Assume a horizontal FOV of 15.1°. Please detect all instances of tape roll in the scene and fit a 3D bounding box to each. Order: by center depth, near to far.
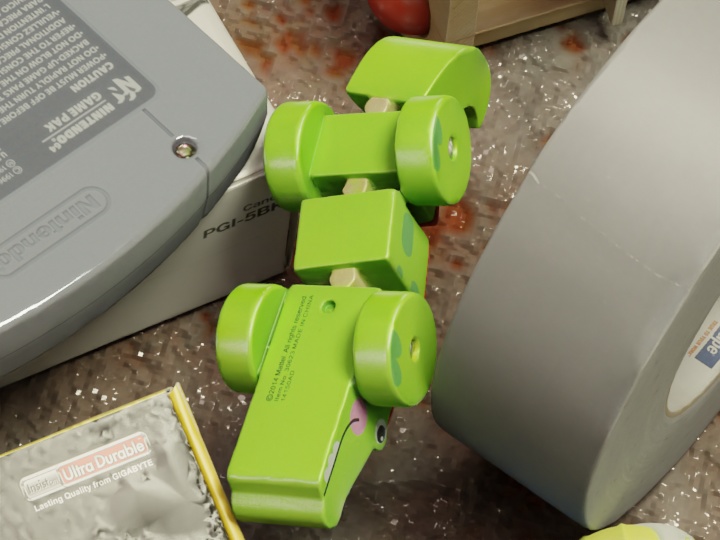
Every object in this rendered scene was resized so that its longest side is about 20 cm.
[{"bbox_3d":[0.109,-0.011,0.928,0.066,0.200,0.200,34,63,16],"label":"tape roll"}]

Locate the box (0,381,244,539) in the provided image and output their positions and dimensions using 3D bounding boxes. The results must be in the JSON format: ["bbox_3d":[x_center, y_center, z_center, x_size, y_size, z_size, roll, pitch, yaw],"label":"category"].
[{"bbox_3d":[-0.122,0.147,0.879,0.200,0.049,0.160,-21,84,-16],"label":"box"}]

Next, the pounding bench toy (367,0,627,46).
[{"bbox_3d":[0.051,-0.195,1.083,0.156,0.124,0.200,-18,61,-13],"label":"pounding bench toy"}]

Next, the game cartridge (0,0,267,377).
[{"bbox_3d":[-0.135,-0.032,0.919,0.200,0.040,0.133,-36,64,-27],"label":"game cartridge"}]

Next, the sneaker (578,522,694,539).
[{"bbox_3d":[0.070,0.183,0.895,0.105,0.076,0.200,-7,58,14],"label":"sneaker"}]

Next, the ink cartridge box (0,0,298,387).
[{"bbox_3d":[-0.130,-0.069,1.019,0.147,0.083,0.200,-22,62,-17],"label":"ink cartridge box"}]

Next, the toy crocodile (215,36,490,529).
[{"bbox_3d":[0.000,0.000,0.927,0.067,0.062,0.200,-2,56,25],"label":"toy crocodile"}]
